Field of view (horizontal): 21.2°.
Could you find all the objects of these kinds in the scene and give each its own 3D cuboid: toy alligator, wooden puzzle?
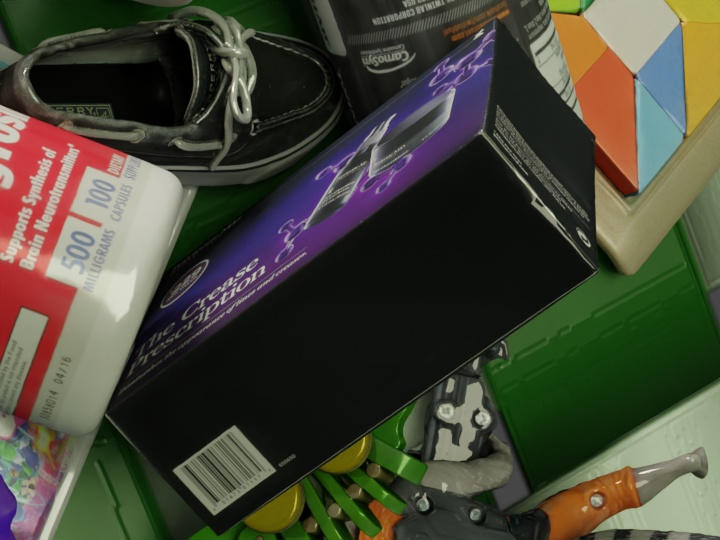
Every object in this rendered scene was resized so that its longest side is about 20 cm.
[{"bbox_3d":[-0.033,0.117,0.857,0.200,0.059,0.054,-42,73,3],"label":"toy alligator"},{"bbox_3d":[0.137,-0.128,1.000,0.200,0.037,0.185,49,68,-18],"label":"wooden puzzle"}]

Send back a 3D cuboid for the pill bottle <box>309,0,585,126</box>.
[{"bbox_3d":[0.046,-0.084,0.902,0.106,0.106,0.201,-30,114,-25],"label":"pill bottle"}]

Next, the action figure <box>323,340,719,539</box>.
[{"bbox_3d":[0.070,0.107,0.908,0.192,0.105,0.202,3,81,1],"label":"action figure"}]

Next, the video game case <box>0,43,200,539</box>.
[{"bbox_3d":[-0.180,0.000,0.836,0.181,0.024,0.201,28,75,-24],"label":"video game case"}]

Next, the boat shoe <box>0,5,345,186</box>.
[{"bbox_3d":[-0.076,-0.082,0.850,0.198,0.068,0.074,-4,71,-39],"label":"boat shoe"}]

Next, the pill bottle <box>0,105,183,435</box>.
[{"bbox_3d":[-0.179,-0.019,0.749,0.199,0.112,0.113,21,78,-8],"label":"pill bottle"}]

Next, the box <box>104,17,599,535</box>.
[{"bbox_3d":[0.000,0.000,0.810,0.200,0.141,0.079,-36,104,20],"label":"box"}]

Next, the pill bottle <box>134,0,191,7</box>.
[{"bbox_3d":[-0.073,-0.226,0.850,0.113,0.113,0.201,30,75,-23],"label":"pill bottle"}]

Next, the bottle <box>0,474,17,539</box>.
[{"bbox_3d":[-0.170,0.148,0.790,0.065,0.084,0.202,-1,99,13],"label":"bottle"}]
